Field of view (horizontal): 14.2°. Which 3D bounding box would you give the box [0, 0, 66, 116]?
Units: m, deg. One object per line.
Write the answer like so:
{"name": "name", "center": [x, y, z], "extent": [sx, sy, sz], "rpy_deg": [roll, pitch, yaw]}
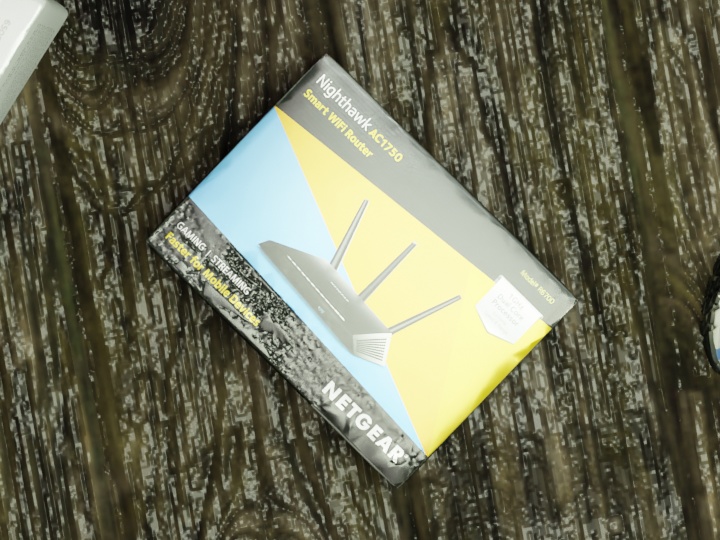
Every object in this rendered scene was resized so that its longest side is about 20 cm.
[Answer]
{"name": "box", "center": [-0.297, -0.112, 1.576], "extent": [0.199, 0.131, 0.200], "rpy_deg": [31, 92, -2]}

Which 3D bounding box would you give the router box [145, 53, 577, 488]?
{"name": "router box", "center": [0.000, 0.000, 1.629], "extent": [0.200, 0.051, 0.149], "rpy_deg": [44, 89, -2]}

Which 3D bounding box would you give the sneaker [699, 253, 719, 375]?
{"name": "sneaker", "center": [0.264, -0.020, 1.620], "extent": [0.089, 0.079, 0.200], "rpy_deg": [35, 91, 1]}
